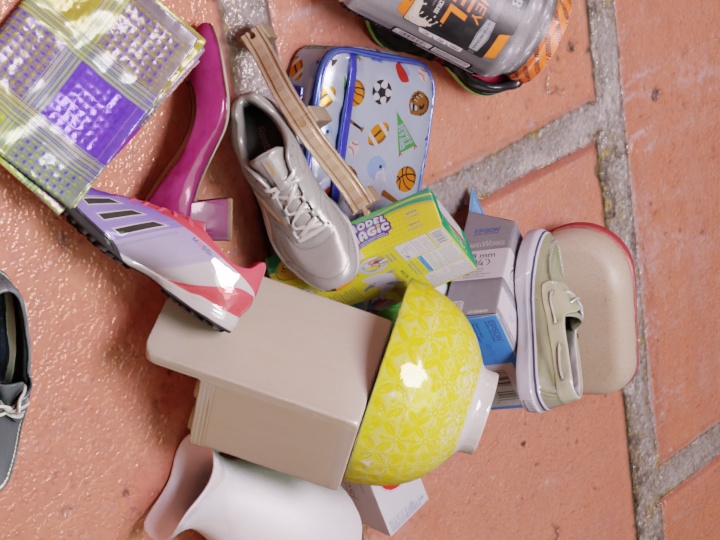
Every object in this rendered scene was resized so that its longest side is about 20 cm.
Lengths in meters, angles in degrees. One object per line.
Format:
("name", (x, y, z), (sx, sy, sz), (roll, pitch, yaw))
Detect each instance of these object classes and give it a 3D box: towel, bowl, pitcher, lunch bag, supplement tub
("towel", (-0.233, -0.164, 1.205), (0.144, 0.023, 0.200), (44, 69, -19))
("bowl", (0.066, 0.116, 1.355), (0.200, 0.107, 0.201), (18, 90, -87))
("pitcher", (-0.092, 0.210, 1.407), (0.200, 0.121, 0.172), (29, 65, -32))
("lunch bag", (-0.011, -0.116, 1.417), (0.160, 0.075, 0.201), (4, 97, -41))
("supplement tub", (0.089, -0.261, 1.367), (0.200, 0.123, 0.123), (23, 84, -15))

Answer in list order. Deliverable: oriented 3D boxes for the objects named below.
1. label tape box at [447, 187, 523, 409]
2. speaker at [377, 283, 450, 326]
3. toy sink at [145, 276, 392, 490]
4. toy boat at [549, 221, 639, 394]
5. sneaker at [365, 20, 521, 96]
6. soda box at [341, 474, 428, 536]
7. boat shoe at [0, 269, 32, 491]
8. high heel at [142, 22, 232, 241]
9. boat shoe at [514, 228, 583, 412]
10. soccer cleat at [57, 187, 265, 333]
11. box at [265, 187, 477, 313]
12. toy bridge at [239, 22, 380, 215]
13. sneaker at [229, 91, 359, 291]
("label tape box", (0.153, 0.024, 1.542), (0.200, 0.063, 0.144), (-74, 147, -42))
("speaker", (0.069, 0.065, 1.526), (0.088, 0.088, 0.200), (-41, 124, -28))
("toy sink", (-0.089, 0.094, 1.329), (0.112, 0.199, 0.131), (107, 2, -46))
("toy boat", (0.260, 0.038, 1.691), (0.131, 0.130, 0.201), (-49, 137, -62))
("sneaker", (0.091, -0.236, 1.465), (0.200, 0.084, 0.077), (20, 88, -34))
("soda box", (0.000, 0.174, 1.502), (0.064, 0.068, 0.200), (-39, 124, -30))
("boat shoe", (-0.307, 0.097, 1.206), (0.073, 0.062, 0.201), (-7, 105, -41))
("high heel", (-0.164, -0.120, 1.294), (0.096, 0.067, 0.201), (-2, 86, -9))
("boat shoe", (0.195, 0.049, 1.473), (0.072, 0.062, 0.201), (42, 45, -54))
("soccer cleat", (-0.175, -0.028, 1.250), (0.200, 0.068, 0.073), (36, 85, -10))
("box", (0.000, 0.000, 1.395), (0.200, 0.048, 0.117), (-25, 151, 11))
("toy bridge", (-0.046, -0.135, 1.319), (0.200, 0.027, 0.067), (57, 12, 2))
("sneaker", (-0.068, -0.071, 1.309), (0.076, 0.092, 0.200), (-30, 83, 4))
